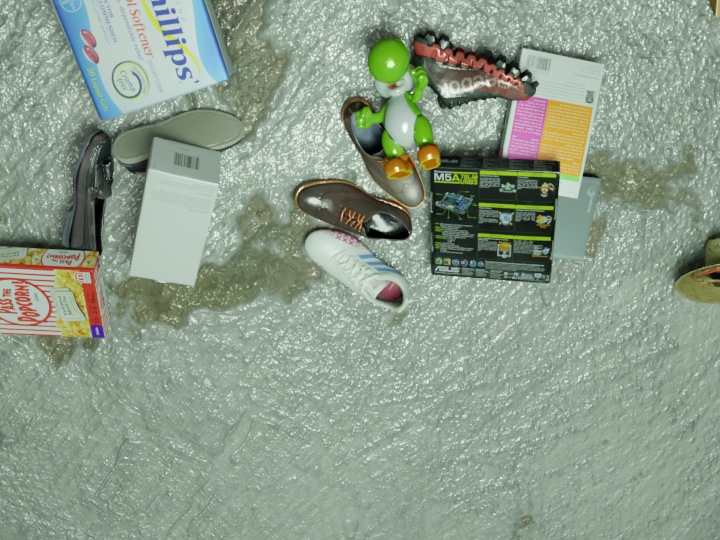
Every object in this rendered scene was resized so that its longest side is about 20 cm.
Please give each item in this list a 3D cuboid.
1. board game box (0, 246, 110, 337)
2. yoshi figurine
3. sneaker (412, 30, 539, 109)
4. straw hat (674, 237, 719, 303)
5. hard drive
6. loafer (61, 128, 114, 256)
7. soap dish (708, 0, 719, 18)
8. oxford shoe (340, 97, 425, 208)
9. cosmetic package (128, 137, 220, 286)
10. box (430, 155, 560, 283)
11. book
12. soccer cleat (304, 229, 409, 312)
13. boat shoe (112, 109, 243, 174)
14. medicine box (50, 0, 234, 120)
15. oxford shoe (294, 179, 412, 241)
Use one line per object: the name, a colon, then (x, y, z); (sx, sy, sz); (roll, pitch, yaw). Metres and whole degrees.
board game box: (-0.505, 0.035, 1.220); (0.194, 0.047, 0.154); (3, 133, -5)
yoshi figurine: (0.051, -0.243, 1.109); (0.110, 0.112, 0.206); (-9, 81, -23)
sneaker: (0.163, -0.281, 1.157); (0.195, 0.071, 0.100); (18, 115, 2)
straw hat: (0.621, -0.017, 1.297); (0.195, 0.202, 0.087); (5, 68, -7)
hard drive: (0.284, -0.094, 1.270); (0.194, 0.033, 0.143); (4, 111, -7)
loafer: (-0.400, -0.113, 1.179); (0.062, 0.072, 0.203); (26, 116, 4)
soap dish: (0.586, -0.479, 1.119); (0.153, 0.082, 0.205); (-6, 112, -3)
oxford shoe: (0.036, -0.170, 1.196); (0.071, 0.073, 0.201); (-37, 110, 10)
cosmetic package: (-0.279, -0.083, 1.162); (0.105, 0.086, 0.202); (11, 130, -18)
box: (0.205, -0.078, 1.208); (0.194, 0.048, 0.198); (4, 121, 13)
book: (0.288, -0.225, 1.194); (0.130, 0.048, 0.206); (10, 100, -3)
soccer cleat: (0.000, 0.000, 1.253); (0.197, 0.087, 0.071); (30, 107, -15)
boat shoe: (-0.273, -0.191, 1.182); (0.194, 0.074, 0.063); (-12, 156, -6)
medicine box: (-0.299, -0.335, 1.088); (0.195, 0.103, 0.186); (-17, 112, 3)
oxford shoe: (-0.008, -0.093, 1.223); (0.194, 0.073, 0.073); (12, 111, -9)
